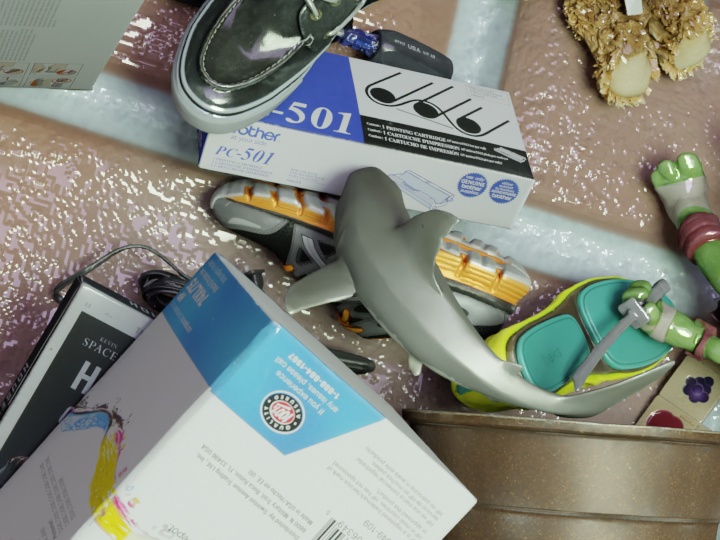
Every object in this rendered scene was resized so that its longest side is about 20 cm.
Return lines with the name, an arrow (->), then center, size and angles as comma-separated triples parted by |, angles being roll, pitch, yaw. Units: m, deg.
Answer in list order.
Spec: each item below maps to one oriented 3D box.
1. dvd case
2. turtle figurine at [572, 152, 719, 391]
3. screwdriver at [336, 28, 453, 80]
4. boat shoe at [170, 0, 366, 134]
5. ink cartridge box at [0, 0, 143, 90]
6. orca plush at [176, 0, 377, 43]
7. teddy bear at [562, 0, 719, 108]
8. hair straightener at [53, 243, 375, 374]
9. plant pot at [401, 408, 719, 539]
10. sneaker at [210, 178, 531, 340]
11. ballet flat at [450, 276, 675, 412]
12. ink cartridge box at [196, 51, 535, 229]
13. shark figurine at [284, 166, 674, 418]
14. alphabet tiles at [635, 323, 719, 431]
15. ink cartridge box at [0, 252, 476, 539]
dvd case -> -0.140, 0.123, 0.986 | 0.150, 0.025, 0.200 | 30, 95, -20
turtle figurine -> 0.234, -0.009, 1.093 | 0.200, 0.144, 0.194 | 19, 44, -28
screwdriver -> -0.026, -0.148, 1.102 | 0.200, 0.028, 0.029 | 13, 85, -31
boat shoe -> -0.035, -0.163, 1.022 | 0.072, 0.071, 0.200 | 40, 66, -1
ink cartridge box -> -0.176, -0.210, 0.995 | 0.084, 0.200, 0.176 | -1, 80, -18
orca plush -> -0.047, -0.203, 1.106 | 0.200, 0.071, 0.105 | 8, 77, -17
teddy bear -> 0.163, -0.207, 1.190 | 0.145, 0.067, 0.200 | -44, 101, -12
hair straightener -> -0.084, 0.032, 1.071 | 0.200, 0.041, 0.077 | 18, 74, -10
plant pot -> 0.116, 0.184, 1.029 | 0.200, 0.200, 0.199 | 6, 84, -17
sneaker -> 0.000, 0.000, 1.085 | 0.200, 0.078, 0.077 | 22, 106, -2
ballet flat -> 0.124, 0.048, 1.109 | 0.200, 0.067, 0.067 | -15, 81, -52
ink cartridge box -> 0.000, -0.086, 1.090 | 0.200, 0.044, 0.094 | 10, 38, -17
shark figurine -> 0.052, 0.013, 0.960 | 0.214, 0.090, 0.128 | 42, 39, 18
alphabet tiles -> 0.301, 0.097, 1.138 | 0.200, 0.008, 0.167 | 35, 79, 19
ink cartridge box -> -0.076, 0.124, 0.913 | 0.200, 0.146, 0.147 | -47, 112, 0
